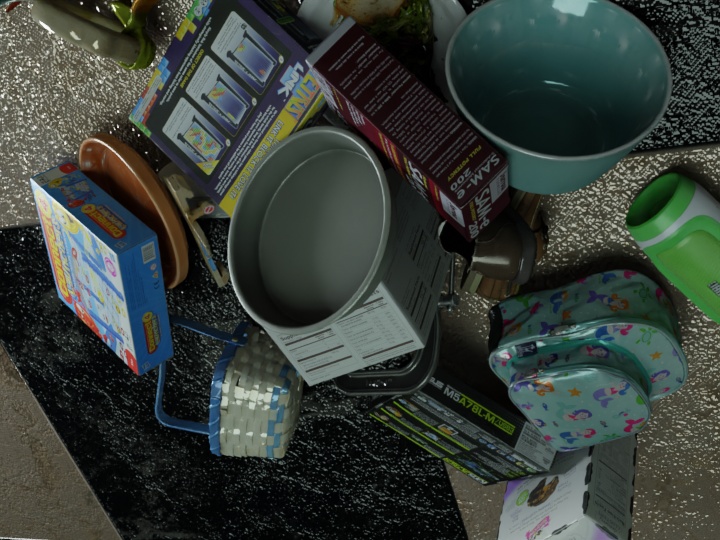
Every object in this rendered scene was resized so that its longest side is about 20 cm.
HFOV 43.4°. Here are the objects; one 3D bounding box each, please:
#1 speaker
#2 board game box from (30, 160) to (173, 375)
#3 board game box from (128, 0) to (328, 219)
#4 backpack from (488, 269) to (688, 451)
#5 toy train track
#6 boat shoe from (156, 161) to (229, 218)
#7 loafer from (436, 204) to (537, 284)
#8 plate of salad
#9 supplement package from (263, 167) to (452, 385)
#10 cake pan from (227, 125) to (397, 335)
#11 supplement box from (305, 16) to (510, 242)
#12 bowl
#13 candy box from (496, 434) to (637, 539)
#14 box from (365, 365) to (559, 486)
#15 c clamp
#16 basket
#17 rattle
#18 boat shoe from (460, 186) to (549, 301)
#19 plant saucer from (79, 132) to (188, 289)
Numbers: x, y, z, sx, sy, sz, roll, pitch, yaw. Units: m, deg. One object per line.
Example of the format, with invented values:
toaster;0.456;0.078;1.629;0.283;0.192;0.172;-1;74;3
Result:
speaker;0.363;-0.007;0.918;0.199;0.089;0.088;40;129;-12
board game box;-0.319;-0.002;1.124;0.195;0.056;0.202;35;140;32
board game box;-0.127;-0.183;0.936;0.165;0.057;0.200;43;119;4
backpack;0.255;0.096;0.998;0.198;0.152;0.178;-24;129;23
toy train track;-0.177;-0.046;1.039;0.115;0.032;0.201;54;167;29
boat shoe;-0.145;-0.090;1.054;0.197;0.073;0.069;-4;139;19
loafer;0.110;-0.052;0.911;0.070;0.200;0.074;3;111;-17
plate of salad;0.021;-0.210;0.913;0.197;0.048;0.202;9;128;12
supplement package;0.000;0.000;0.978;0.154;0.201;0.111;-22;116;31
cake pan;-0.044;-0.036;0.865;0.199;0.203;0.037;-21;156;32
supplement box;0.046;-0.125;0.817;0.061;0.109;0.200;-44;73;-2
bowl;0.172;-0.149;0.829;0.198;0.203;0.106;14;149;9
candy box;0.248;0.270;1.093;0.071;0.201;0.168;36;130;-9
box;0.123;0.197;1.135;0.199;0.048;0.193;32;159;-5
c clamp;0.040;0.067;1.079;0.198;0.173;0.027;-16;153;41
basket;-0.176;0.157;1.199;0.197;0.140;0.178;13;124;3
rattle;-0.293;-0.304;0.946;0.199;0.130;0.144;35;124;27
boat shoe;0.171;-0.044;0.976;0.067;0.072;0.201;19;139;-1
plant saucer;-0.267;-0.072;1.083;0.200;0.032;0.202;36;146;30
